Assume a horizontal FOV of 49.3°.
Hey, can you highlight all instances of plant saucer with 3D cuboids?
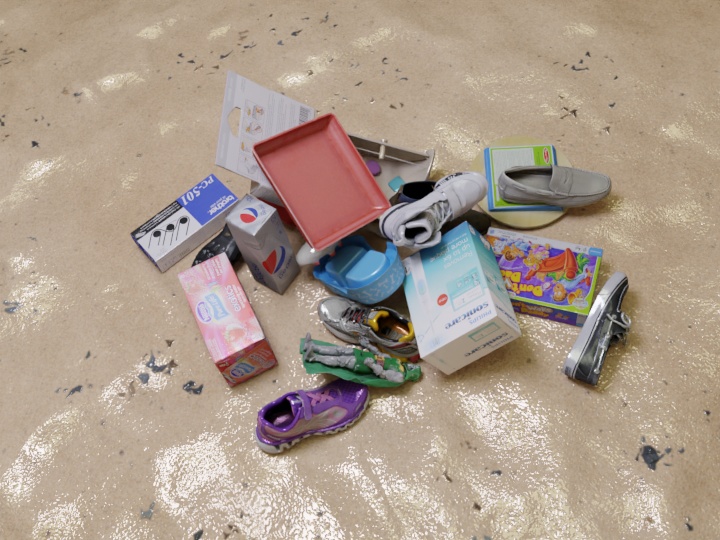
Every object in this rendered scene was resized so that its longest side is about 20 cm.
[{"bbox_3d":[-0.067,-0.146,1.309,0.199,0.037,0.200,-32,90,-41],"label":"plant saucer"}]

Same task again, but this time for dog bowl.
[{"bbox_3d":[0.000,0.000,1.350,0.111,0.050,0.200,-46,31,-17],"label":"dog bowl"}]

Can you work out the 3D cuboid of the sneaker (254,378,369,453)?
[{"bbox_3d":[-0.080,0.219,1.249,0.200,0.089,0.081,-23,54,-9],"label":"sneaker"}]

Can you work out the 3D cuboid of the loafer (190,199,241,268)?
[{"bbox_3d":[-0.242,-0.041,1.457,0.068,0.070,0.201,34,86,28],"label":"loafer"}]

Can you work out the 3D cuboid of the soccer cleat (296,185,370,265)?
[{"bbox_3d":[-0.045,-0.088,1.396,0.200,0.078,0.069,-41,23,-10],"label":"soccer cleat"}]

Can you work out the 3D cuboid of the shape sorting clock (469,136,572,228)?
[{"bbox_3d":[0.302,-0.166,1.464,0.199,0.039,0.201,-3,63,5],"label":"shape sorting clock"}]

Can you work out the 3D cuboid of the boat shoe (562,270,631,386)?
[{"bbox_3d":[0.398,0.093,1.261,0.068,0.074,0.200,24,65,25],"label":"boat shoe"}]

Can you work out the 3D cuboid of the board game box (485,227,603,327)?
[{"bbox_3d":[0.302,0.009,1.348,0.199,0.045,0.135,12,61,17],"label":"board game box"}]

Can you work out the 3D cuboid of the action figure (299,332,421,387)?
[{"bbox_3d":[0.005,0.148,1.271,0.199,0.055,0.118,14,23,-15],"label":"action figure"}]

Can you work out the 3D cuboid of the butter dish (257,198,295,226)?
[{"bbox_3d":[-0.138,-0.168,1.474,0.147,0.200,0.200,-12,55,30],"label":"butter dish"}]

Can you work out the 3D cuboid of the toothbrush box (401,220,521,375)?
[{"bbox_3d":[0.157,0.045,1.280,0.146,0.085,0.200,-32,47,24],"label":"toothbrush box"}]

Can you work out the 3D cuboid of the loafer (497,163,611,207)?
[{"bbox_3d":[0.345,-0.154,1.392,0.199,0.070,0.070,-2,63,6],"label":"loafer"}]

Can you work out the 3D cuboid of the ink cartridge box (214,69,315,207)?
[{"bbox_3d":[-0.165,-0.219,1.326,0.176,0.045,0.201,20,57,-29],"label":"ink cartridge box"}]

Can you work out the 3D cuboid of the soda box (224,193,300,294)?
[{"bbox_3d":[-0.166,-0.042,1.363,0.068,0.200,0.063,28,67,23],"label":"soda box"}]

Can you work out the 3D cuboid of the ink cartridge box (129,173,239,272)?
[{"bbox_3d":[-0.334,-0.093,1.518,0.200,0.044,0.094,-39,62,-16],"label":"ink cartridge box"}]

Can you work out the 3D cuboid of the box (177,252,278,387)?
[{"bbox_3d":[-0.229,0.084,1.352,0.094,0.103,0.200,-26,58,-8],"label":"box"}]

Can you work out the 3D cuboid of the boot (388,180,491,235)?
[{"bbox_3d":[0.146,-0.106,1.397,0.199,0.097,0.075,5,66,-6],"label":"boot"}]

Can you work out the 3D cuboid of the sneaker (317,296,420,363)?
[{"bbox_3d":[0.018,0.084,1.324,0.200,0.082,0.078,18,63,21],"label":"sneaker"}]

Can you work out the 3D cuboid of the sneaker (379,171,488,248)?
[{"bbox_3d":[0.131,-0.095,1.297,0.200,0.075,0.115,-26,19,2],"label":"sneaker"}]

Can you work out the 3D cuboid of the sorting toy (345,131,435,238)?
[{"bbox_3d":[0.018,-0.156,1.467,0.199,0.107,0.181,14,76,-10],"label":"sorting toy"}]
